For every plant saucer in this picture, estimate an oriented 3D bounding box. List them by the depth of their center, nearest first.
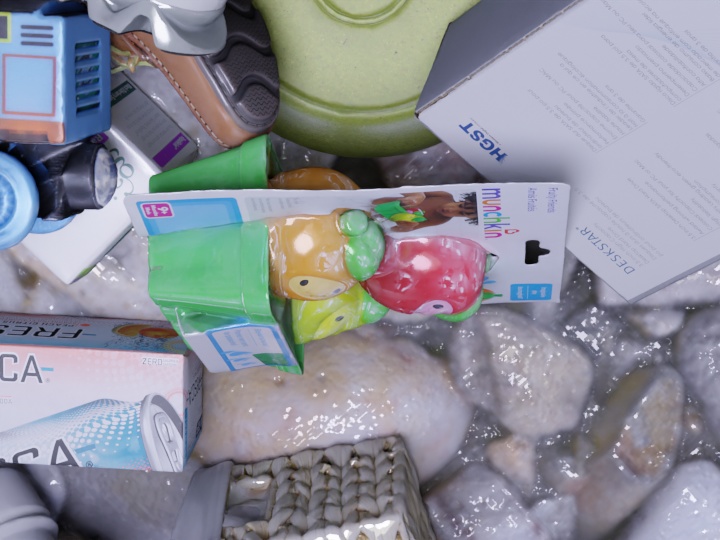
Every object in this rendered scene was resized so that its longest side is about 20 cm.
[{"bbox_3d":[0.002,-0.154,0.816,0.199,0.031,0.201,1,104,3],"label":"plant saucer"}]

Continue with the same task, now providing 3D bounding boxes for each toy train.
[{"bbox_3d":[-0.209,-0.073,0.743,0.199,0.087,0.115,4,99,10],"label":"toy train"}]

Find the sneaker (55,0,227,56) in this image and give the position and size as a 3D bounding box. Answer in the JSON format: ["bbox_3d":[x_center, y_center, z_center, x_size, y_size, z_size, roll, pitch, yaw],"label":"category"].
[{"bbox_3d":[-0.137,-0.172,0.714,0.200,0.074,0.089,23,116,15],"label":"sneaker"}]

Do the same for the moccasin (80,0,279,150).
[{"bbox_3d":[-0.113,-0.135,0.788,0.201,0.074,0.078,48,120,10],"label":"moccasin"}]

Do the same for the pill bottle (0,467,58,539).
[{"bbox_3d":[-0.165,0.208,0.841,0.114,0.114,0.200,-43,68,12],"label":"pill bottle"}]

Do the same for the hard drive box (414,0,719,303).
[{"bbox_3d":[0.150,-0.090,0.733,0.156,0.077,0.200,39,136,-21],"label":"hard drive box"}]

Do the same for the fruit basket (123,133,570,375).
[{"bbox_3d":[0.000,0.000,0.784,0.199,0.185,0.094,3,73,6],"label":"fruit basket"}]

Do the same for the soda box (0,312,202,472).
[{"bbox_3d":[-0.187,0.063,0.864,0.199,0.064,0.069,3,104,4],"label":"soda box"}]

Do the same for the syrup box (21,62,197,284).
[{"bbox_3d":[-0.184,-0.095,0.816,0.200,0.081,0.079,45,106,-6],"label":"syrup box"}]

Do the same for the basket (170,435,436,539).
[{"bbox_3d":[-0.011,0.200,0.849,0.123,0.136,0.201,-16,103,5],"label":"basket"}]
